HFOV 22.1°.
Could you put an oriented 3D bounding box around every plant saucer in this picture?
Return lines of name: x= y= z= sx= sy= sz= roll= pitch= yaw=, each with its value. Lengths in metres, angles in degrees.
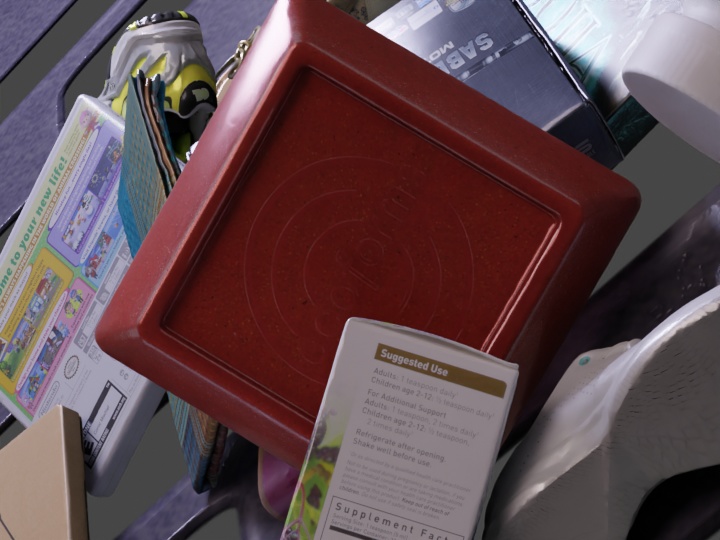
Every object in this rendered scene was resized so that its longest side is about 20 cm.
plant saucer: x=0.000 y=0.000 z=0.862 sx=0.201 sy=0.199 sz=0.037 roll=-60 pitch=-4 yaw=5

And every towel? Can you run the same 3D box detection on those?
towel: x=-0.104 y=0.008 z=1.049 sx=0.147 sy=0.021 sz=0.202 roll=109 pitch=147 yaw=-59

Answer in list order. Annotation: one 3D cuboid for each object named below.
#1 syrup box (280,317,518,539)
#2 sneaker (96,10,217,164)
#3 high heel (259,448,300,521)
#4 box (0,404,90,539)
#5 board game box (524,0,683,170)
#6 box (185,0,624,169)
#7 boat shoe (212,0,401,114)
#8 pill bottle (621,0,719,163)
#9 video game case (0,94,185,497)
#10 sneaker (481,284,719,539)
syrup box: x=0.004 y=0.128 z=0.791 sx=0.079 sy=0.081 sz=0.202 roll=81 pitch=-155 yaw=-81
sneaker: x=-0.151 y=-0.085 z=1.253 sx=0.077 sy=0.075 sz=0.201 roll=65 pitch=149 yaw=27
high heel: x=-0.011 y=0.030 z=0.977 sx=0.096 sy=0.067 sz=0.202 roll=-34 pitch=48 yaw=36
box: x=-0.220 y=0.205 z=1.117 sx=0.163 sy=0.021 sz=0.201 roll=-37 pitch=46 yaw=29
board game box: x=0.113 y=-0.125 z=1.006 sx=0.135 sy=0.028 sz=0.201 roll=-46 pitch=32 yaw=15
box: x=0.017 y=-0.059 z=0.948 sx=0.199 sy=0.051 sz=0.158 roll=-34 pitch=42 yaw=7
boat shoe: x=-0.040 y=-0.153 z=1.211 sx=0.199 sy=0.062 sz=0.074 roll=-30 pitch=39 yaw=40
pill bottle: x=0.207 y=-0.144 z=0.813 sx=0.201 sy=0.109 sz=0.109 roll=-55 pitch=30 yaw=-2
video game case: x=-0.170 y=0.012 z=1.181 sx=0.182 sy=0.022 sz=0.201 roll=36 pitch=102 yaw=39
sneaker: x=0.122 y=0.051 z=0.785 sx=0.200 sy=0.075 sz=0.089 roll=-42 pitch=21 yaw=22
